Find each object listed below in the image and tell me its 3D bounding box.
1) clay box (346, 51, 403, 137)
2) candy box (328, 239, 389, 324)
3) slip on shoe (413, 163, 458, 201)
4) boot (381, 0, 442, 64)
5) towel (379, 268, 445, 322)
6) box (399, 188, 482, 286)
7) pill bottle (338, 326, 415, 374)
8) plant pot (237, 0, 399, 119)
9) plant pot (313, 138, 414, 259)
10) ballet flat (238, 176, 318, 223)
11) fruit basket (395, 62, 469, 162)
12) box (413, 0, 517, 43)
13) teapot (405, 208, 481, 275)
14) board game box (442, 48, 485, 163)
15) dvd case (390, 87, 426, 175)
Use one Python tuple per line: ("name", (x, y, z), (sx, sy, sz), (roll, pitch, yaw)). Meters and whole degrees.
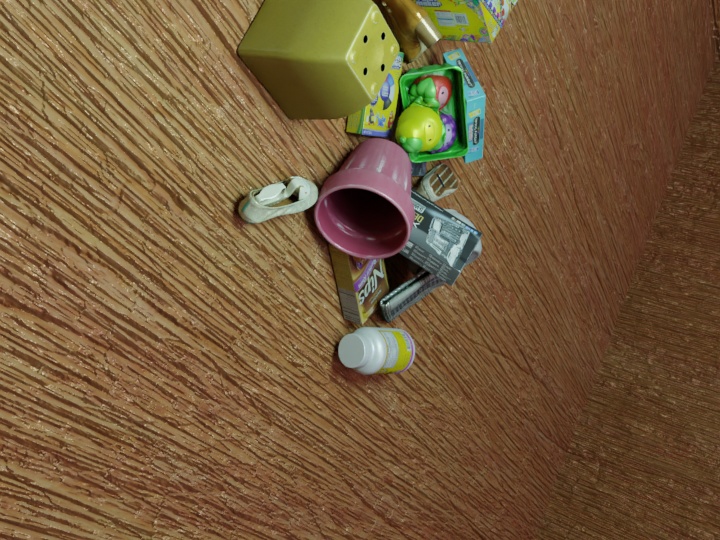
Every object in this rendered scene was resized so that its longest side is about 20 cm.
("clay box", (0.032, -0.378, 1.655), (0.114, 0.047, 0.204), (-9, 110, -55))
("candy box", (0.000, 0.000, 1.752), (0.117, 0.056, 0.203), (-45, 138, -38))
("slip on shoe", (0.177, -0.199, 1.932), (0.077, 0.060, 0.200), (59, 29, -7))
("boot", (0.089, -0.507, 1.656), (0.071, 0.201, 0.144), (-43, 99, -7))
("towel", (0.133, 0.046, 1.847), (0.199, 0.035, 0.193), (-36, 164, -5))
("box", (0.147, -0.076, 1.744), (0.158, 0.198, 0.050), (-51, 172, -48))
("pill bottle", (0.034, 0.181, 1.829), (0.199, 0.103, 0.106), (9, 96, -55))
("plant pot", (-0.051, -0.382, 1.396), (0.196, 0.197, 0.197), (46, 66, -51))
("plant pot", (0.022, -0.155, 1.614), (0.202, 0.196, 0.181), (66, 32, -44))
("ballet flat", (-0.137, -0.136, 1.478), (0.199, 0.068, 0.063), (-31, 163, -46))
("fruit basket", (0.148, -0.318, 1.708), (0.216, 0.152, 0.220), (-7, 90, -85))
("box", (0.215, -0.593, 1.701), (0.194, 0.197, 0.123), (-58, 142, -23))
("teapot", (0.181, -0.081, 1.906), (0.200, 0.194, 0.149), (94, -20, -74))
("board game box", (0.231, -0.366, 1.822), (0.046, 0.153, 0.201), (-17, 148, -5))
("dvd case", (0.117, -0.314, 1.832), (0.148, 0.016, 0.204), (-11, 112, -53))
